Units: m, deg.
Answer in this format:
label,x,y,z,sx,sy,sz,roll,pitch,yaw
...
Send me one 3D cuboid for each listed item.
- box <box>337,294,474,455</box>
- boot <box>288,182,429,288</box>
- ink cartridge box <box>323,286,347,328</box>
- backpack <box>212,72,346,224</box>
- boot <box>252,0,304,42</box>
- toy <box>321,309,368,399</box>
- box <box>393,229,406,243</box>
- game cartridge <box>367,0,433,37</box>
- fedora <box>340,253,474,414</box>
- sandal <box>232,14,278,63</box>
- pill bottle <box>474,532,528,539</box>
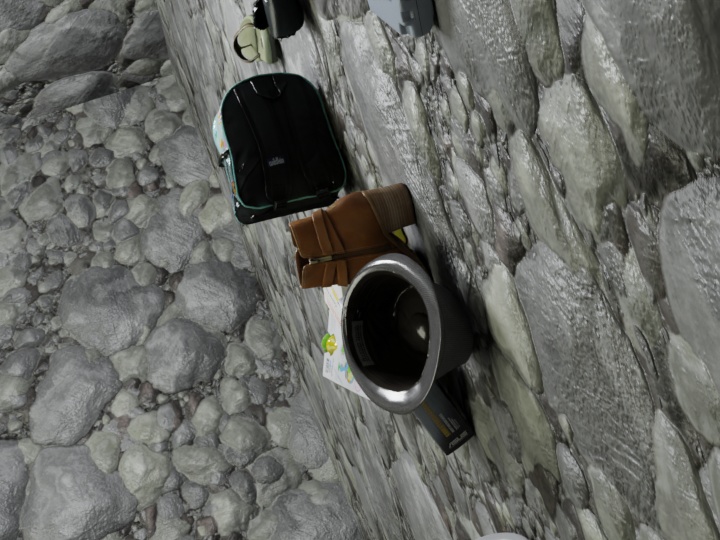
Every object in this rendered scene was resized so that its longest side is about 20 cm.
label,x,y,z,sx,sy,sz,roll,pitch,yaw
box,0.057,0.124,1.642,0.159,0.048,0.200,52,-178,-35
boot,0.000,0.000,1.560,0.074,0.153,0.202,-134,27,-66
ink cartridge box,-0.014,0.021,1.907,0.117,0.067,0.202,-122,18,-50
backpack,-0.125,-0.179,1.855,0.153,0.174,0.202,147,108,-75
boot,-0.141,-0.425,1.759,0.201,0.076,0.169,-120,15,-51
toy,0.000,0.134,2.057,0.199,0.047,0.117,15,100,60
box,0.023,-0.013,1.711,0.201,0.050,0.076,89,159,-61
game cartridge,0.019,-0.333,1.203,0.133,0.041,0.202,-118,13,-59
fedora,0.063,0.071,1.458,0.199,0.090,0.179,16,102,53
sandal,-0.183,-0.380,2.117,0.201,0.057,0.081,-142,34,-72
pill bottle,0.180,0.424,1.518,0.104,0.103,0.202,-148,40,-74
